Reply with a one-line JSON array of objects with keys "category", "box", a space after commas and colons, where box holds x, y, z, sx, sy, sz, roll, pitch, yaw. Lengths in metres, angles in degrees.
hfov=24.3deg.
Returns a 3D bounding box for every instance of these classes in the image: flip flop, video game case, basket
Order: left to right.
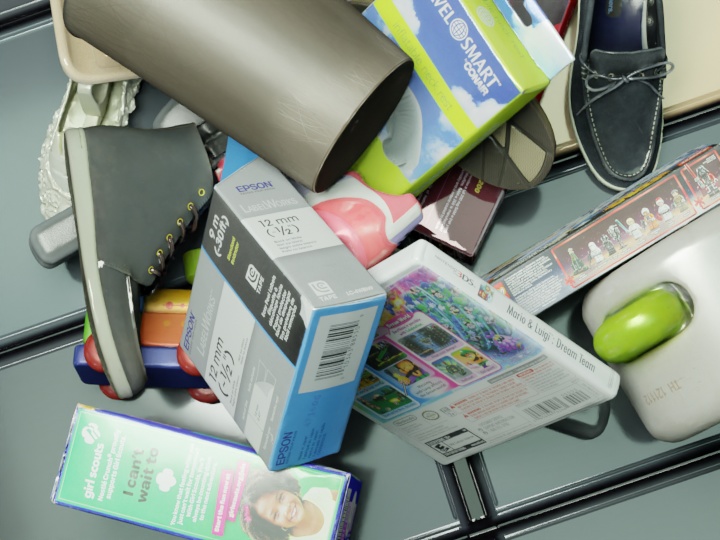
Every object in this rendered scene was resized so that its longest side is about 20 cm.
[{"category": "basket", "box": [-0.074, -0.156, 1.136, 0.199, 0.180, 0.137, 38, 117, 9]}, {"category": "video game case", "box": [0.052, 0.064, 1.180, 0.181, 0.200, 0.024, 34, 55, -21]}, {"category": "flip flop", "box": [0.066, -0.137, 1.232, 0.199, 0.057, 0.082, 36, 122, 21]}]

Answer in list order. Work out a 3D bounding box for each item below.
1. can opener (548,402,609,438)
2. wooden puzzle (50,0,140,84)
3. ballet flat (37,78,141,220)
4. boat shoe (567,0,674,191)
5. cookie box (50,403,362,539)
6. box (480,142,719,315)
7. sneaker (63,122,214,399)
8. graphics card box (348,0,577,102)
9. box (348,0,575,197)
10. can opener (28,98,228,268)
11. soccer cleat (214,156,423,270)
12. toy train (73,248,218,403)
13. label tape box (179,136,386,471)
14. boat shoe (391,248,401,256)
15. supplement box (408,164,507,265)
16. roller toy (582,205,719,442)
[{"category": "can opener", "box": [0.094, 0.071, 1.262, 0.198, 0.053, 0.067, 23, 84, 5]}, {"category": "wooden puzzle", "box": [-0.139, -0.218, 1.273, 0.198, 0.046, 0.187, -6, 59, -14]}, {"category": "ballet flat", "box": [-0.214, -0.122, 1.305, 0.071, 0.072, 0.202, 12, 86, 5]}, {"category": "boat shoe", "box": [0.197, -0.157, 1.265, 0.074, 0.062, 0.202, -3, 104, -3]}, {"category": "cookie box", "box": [-0.105, 0.160, 1.215, 0.198, 0.171, 0.076, 13, 82, 5]}, {"category": "box", "box": [0.178, -0.025, 1.221, 0.199, 0.137, 0.040, -32, 90, 7]}, {"category": "sneaker", "box": [-0.150, -0.013, 1.211, 0.105, 0.075, 0.202, -8, 81, -12]}, {"category": "graphics card box", "box": [0.064, -0.213, 1.303, 0.198, 0.051, 0.127, 21, 84, 6]}, {"category": "box", "box": [0.042, -0.135, 1.184, 0.200, 0.048, 0.122, -39, 81, 37]}, {"category": "can opener", "box": [-0.170, -0.073, 1.282, 0.199, 0.053, 0.067, -36, 90, -13]}, {"category": "soccer cleat", "box": [-0.035, -0.048, 1.208, 0.076, 0.199, 0.067, -30, 120, -23]}, {"category": "toy train", "box": [-0.114, 0.036, 1.281, 0.198, 0.085, 0.117, 2, 69, 1]}, {"category": "label tape box", "box": [-0.073, 0.015, 1.148, 0.066, 0.144, 0.200, -13, 46, -34]}, {"category": "boat shoe", "box": [0.000, 0.000, 1.233, 0.198, 0.067, 0.074, 15, 42, 19]}, {"category": "supplement box", "box": [0.020, -0.097, 1.288, 0.199, 0.061, 0.110, 26, 85, 7]}, {"category": "roller toy", "box": [0.267, 0.034, 1.197, 0.199, 0.182, 0.141, -31, 83, 2]}]
